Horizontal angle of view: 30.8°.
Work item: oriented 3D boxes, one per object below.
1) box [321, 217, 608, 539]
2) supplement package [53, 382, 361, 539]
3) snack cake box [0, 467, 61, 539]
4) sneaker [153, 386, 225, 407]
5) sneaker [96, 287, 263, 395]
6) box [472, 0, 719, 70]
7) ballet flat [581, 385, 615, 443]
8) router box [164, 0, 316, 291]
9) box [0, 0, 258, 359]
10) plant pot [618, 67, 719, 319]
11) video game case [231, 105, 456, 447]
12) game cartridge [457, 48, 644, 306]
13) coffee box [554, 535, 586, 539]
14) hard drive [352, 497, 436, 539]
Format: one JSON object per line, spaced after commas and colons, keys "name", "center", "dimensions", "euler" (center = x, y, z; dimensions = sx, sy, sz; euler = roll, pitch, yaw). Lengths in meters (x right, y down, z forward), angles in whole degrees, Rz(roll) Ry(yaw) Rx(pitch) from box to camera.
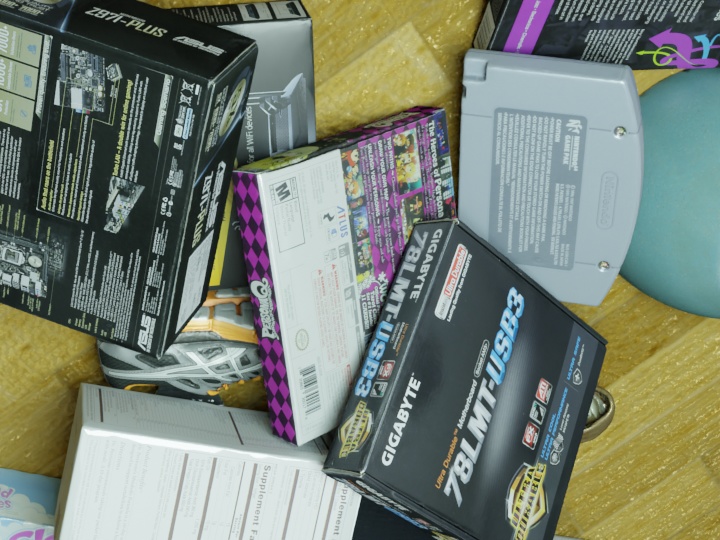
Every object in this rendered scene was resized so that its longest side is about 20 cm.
{"name": "box", "center": [0.085, 0.096, 0.948], "dimensions": [0.198, 0.050, 0.200], "euler": [37, 64, -36]}
{"name": "supplement package", "center": [-0.111, 0.161, 0.938], "dimensions": [0.200, 0.114, 0.110], "euler": [11, 99, -14]}
{"name": "snack cake box", "center": [-0.268, 0.224, 1.030], "dimensions": [0.200, 0.067, 0.115], "euler": [14, 113, -19]}
{"name": "sneaker", "center": [-0.134, 0.175, 1.037], "dimensions": [0.074, 0.081, 0.200], "euler": [-6, 98, -12]}
{"name": "sneaker", "center": [-0.102, 0.056, 0.985], "dimensions": [0.200, 0.078, 0.077], "euler": [4, 117, -4]}
{"name": "box", "center": [0.191, -0.193, 0.908], "dimensions": [0.200, 0.036, 0.143], "euler": [-2, 152, -12]}
{"name": "ballet flat", "center": [0.117, 0.122, 1.061], "dimensions": [0.200, 0.072, 0.068], "euler": [-5, 74, -11]}
{"name": "router box", "center": [-0.111, -0.083, 0.921], "dimensions": [0.157, 0.052, 0.200], "euler": [-5, 117, -10]}
{"name": "box", "center": [-0.170, -0.068, 0.831], "dimensions": [0.163, 0.086, 0.200], "euler": [18, 119, 7]}
{"name": "plant pot", "center": [0.290, -0.041, 0.991], "dimensions": [0.200, 0.135, 0.200], "euler": [-5, 118, -11]}
{"name": "video game case", "center": [0.000, 0.000, 0.935], "dimensions": [0.181, 0.036, 0.200], "euler": [-24, 116, -38]}
{"name": "game cartridge", "center": [0.138, -0.065, 0.954], "dimensions": [0.133, 0.040, 0.200], "euler": [11, 130, 14]}
{"name": "coffee box", "center": [0.183, 0.348, 1.190], "dimensions": [0.114, 0.080, 0.200], "euler": [13, 112, -19]}
{"name": "hard drive", "center": [0.011, 0.211, 1.103], "dimensions": [0.200, 0.042, 0.135], "euler": [9, 114, -18]}
